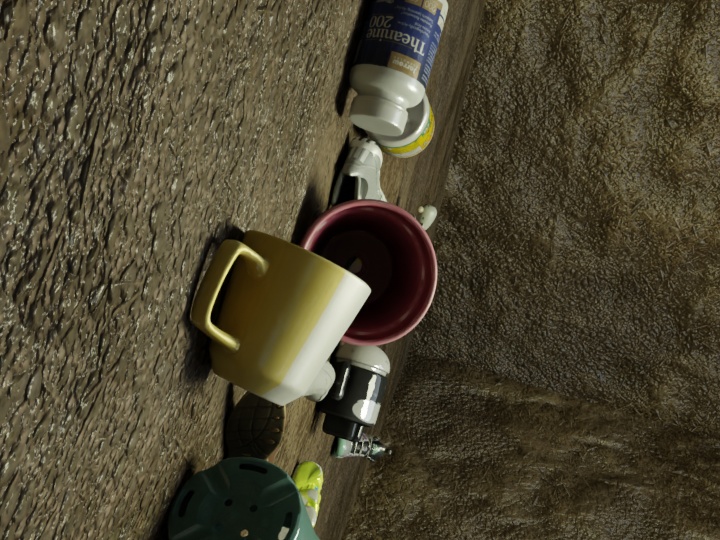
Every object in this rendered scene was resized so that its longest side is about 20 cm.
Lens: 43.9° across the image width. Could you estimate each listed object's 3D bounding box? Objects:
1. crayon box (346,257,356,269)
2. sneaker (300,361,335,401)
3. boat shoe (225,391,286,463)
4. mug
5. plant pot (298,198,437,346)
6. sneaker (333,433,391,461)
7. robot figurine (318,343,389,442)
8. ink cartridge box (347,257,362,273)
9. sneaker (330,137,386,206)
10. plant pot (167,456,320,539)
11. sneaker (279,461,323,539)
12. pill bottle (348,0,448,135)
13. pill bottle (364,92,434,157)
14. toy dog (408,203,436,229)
[{"bbox_3d":[-0.009,-0.002,1.625,0.173,0.058,0.201,19,87,-83],"label":"crayon box"},{"bbox_3d":[-0.096,0.157,1.331,0.200,0.077,0.100,76,36,-56],"label":"sneaker"},{"bbox_3d":[-0.133,0.206,1.151,0.068,0.072,0.201,-73,179,-51],"label":"boat shoe"},{"bbox_3d":[-0.102,0.049,0.949,0.154,0.186,0.149,-65,-157,-8],"label":"mug"},{"bbox_3d":[0.000,0.000,1.295,0.179,0.199,0.201,-162,-93,-83],"label":"plant pot"},{"bbox_3d":[0.011,0.451,2.293,0.200,0.139,0.078,-2,107,-82],"label":"sneaker"},{"bbox_3d":[-0.015,0.244,1.826,0.150,0.124,0.201,163,-55,-72],"label":"robot figurine"},{"bbox_3d":[0.021,0.014,1.462,0.200,0.083,0.145,-51,178,-1],"label":"ink cartridge box"},{"bbox_3d":[-0.010,-0.105,1.424,0.201,0.075,0.116,81,29,-47],"label":"sneaker"},{"bbox_3d":[-0.129,0.330,1.026,0.197,0.199,0.201,85,20,-46],"label":"plant pot"},{"bbox_3d":[-0.116,0.469,1.710,0.200,0.075,0.105,-67,169,-47],"label":"sneaker"},{"bbox_3d":[0.048,-0.301,1.271,0.111,0.110,0.201,52,54,-80],"label":"pill bottle"},{"bbox_3d":[0.066,-0.248,1.487,0.200,0.112,0.114,9,97,-81],"label":"pill bottle"},{"bbox_3d":[0.102,-0.073,2.135,0.096,0.131,0.201,28,68,-42],"label":"toy dog"}]
